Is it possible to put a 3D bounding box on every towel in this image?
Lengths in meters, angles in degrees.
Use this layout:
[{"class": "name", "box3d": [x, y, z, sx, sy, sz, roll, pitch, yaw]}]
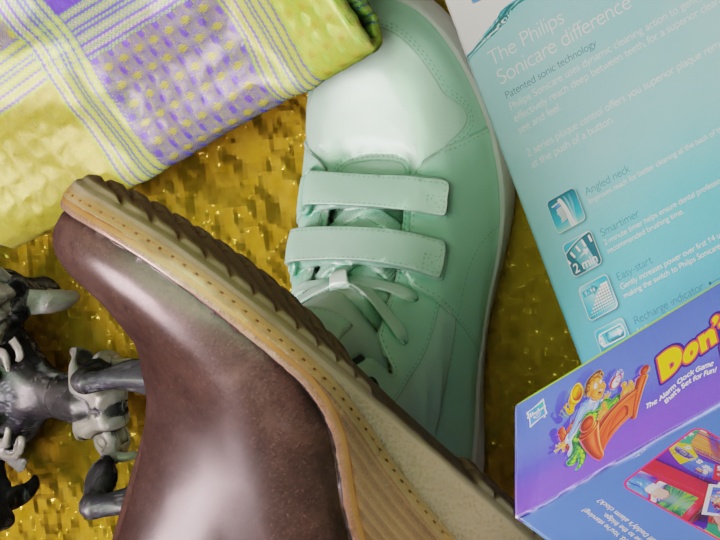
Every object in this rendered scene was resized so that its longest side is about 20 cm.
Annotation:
[{"class": "towel", "box3d": [-0.101, -0.095, 0.894, 0.200, 0.023, 0.144, -24, 106, 33]}]

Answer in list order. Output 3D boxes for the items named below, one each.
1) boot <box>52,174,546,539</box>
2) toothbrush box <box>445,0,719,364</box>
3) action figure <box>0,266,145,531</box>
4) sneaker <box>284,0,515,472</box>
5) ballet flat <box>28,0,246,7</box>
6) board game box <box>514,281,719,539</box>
[{"class": "boot", "box3d": [-0.058, 0.088, 0.784, 0.200, 0.072, 0.166, 43, 93, -11]}, {"class": "toothbrush box", "box3d": [0.126, -0.050, 0.804, 0.146, 0.085, 0.200, -30, 71, 28]}, {"class": "action figure", "box3d": [-0.125, 0.050, 0.925, 0.200, 0.102, 0.119, 5, 99, 34]}, {"class": "sneaker", "box3d": [0.000, 0.000, 0.866, 0.074, 0.118, 0.201, -2, 91, 23]}, {"class": "ballet flat", "box3d": [-0.061, -0.108, 0.926, 0.200, 0.072, 0.072, 1, 93, 23]}, {"class": "board game box", "box3d": [0.160, 0.075, 0.747, 0.134, 0.045, 0.200, -33, 124, 31]}]
